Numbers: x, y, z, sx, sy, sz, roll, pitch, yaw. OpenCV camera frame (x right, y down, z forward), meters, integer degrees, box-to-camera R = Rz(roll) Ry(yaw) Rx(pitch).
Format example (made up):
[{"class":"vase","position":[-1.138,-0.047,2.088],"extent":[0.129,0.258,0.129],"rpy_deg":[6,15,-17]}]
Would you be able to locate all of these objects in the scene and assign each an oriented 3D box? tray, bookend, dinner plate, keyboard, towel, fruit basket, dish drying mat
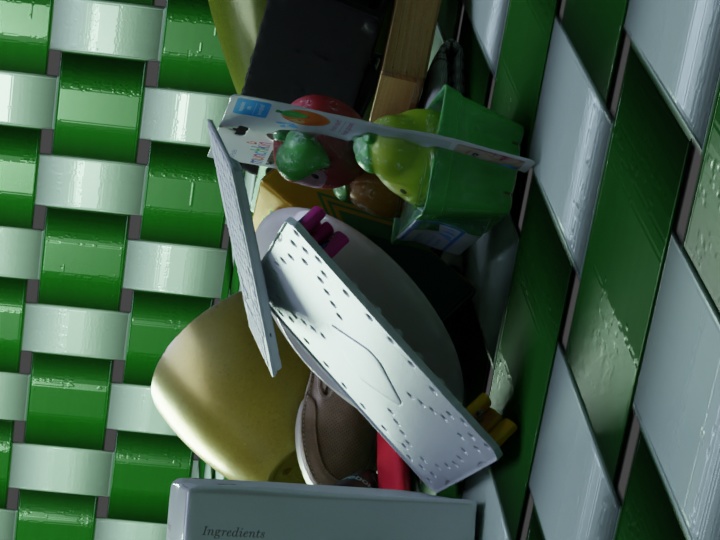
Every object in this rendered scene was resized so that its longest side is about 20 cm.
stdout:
[{"class":"tray","position":[0.044,-0.208,1.675],"extent":[0.099,0.037,0.201],"rpy_deg":[105,178,-61]},{"class":"bookend","position":[-0.022,-0.201,1.748],"extent":[0.200,0.092,0.199],"rpy_deg":[-67,-3,-47]},{"class":"dinner plate","position":[-0.009,0.043,1.525],"extent":[0.024,0.200,0.200],"rpy_deg":[-42,-14,-28]},{"class":"keyboard","position":[-0.080,-0.013,1.452],"extent":[0.056,0.011,0.201],"rpy_deg":[55,161,43]},{"class":"towel","position":[0.048,-0.047,1.653],"extent":[0.193,0.034,0.201],"rpy_deg":[111,163,-61]},{"class":"fruit basket","position":[0.001,-0.069,1.417],"extent":[0.185,0.199,0.094],"rpy_deg":[137,138,-77]},{"class":"dish drying mat","position":[0.027,0.139,1.731],"extent":[0.077,0.018,0.201],"rpy_deg":[103,169,-47]}]

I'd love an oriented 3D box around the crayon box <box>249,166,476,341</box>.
[{"class":"crayon box","position":[-0.017,-0.004,1.556],"extent":[0.052,0.200,0.126],"rpy_deg":[-41,-17,-29]}]

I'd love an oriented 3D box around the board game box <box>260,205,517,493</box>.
[{"class":"board game box","position":[0.012,0.056,1.416],"extent":[0.026,0.200,0.200],"rpy_deg":[-41,-3,-15]}]

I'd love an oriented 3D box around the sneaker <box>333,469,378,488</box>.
[{"class":"sneaker","position":[-0.006,0.259,1.770],"extent":[0.079,0.075,0.201],"rpy_deg":[-47,-33,-62]}]

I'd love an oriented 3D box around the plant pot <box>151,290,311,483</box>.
[{"class":"plant pot","position":[-0.071,0.127,1.934],"extent":[0.142,0.199,0.201],"rpy_deg":[57,149,33]}]

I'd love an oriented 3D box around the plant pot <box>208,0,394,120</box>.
[{"class":"plant pot","position":[-0.048,-0.215,1.970],"extent":[0.200,0.199,0.194],"rpy_deg":[158,106,-81]}]

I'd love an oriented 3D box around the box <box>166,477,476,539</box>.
[{"class":"box","position":[-0.035,0.215,1.477],"extent":[0.199,0.199,0.132],"rpy_deg":[153,120,-81]}]

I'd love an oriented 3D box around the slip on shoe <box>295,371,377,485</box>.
[{"class":"slip on shoe","position":[-0.008,0.105,1.843],"extent":[0.061,0.076,0.201],"rpy_deg":[137,146,-60]}]
